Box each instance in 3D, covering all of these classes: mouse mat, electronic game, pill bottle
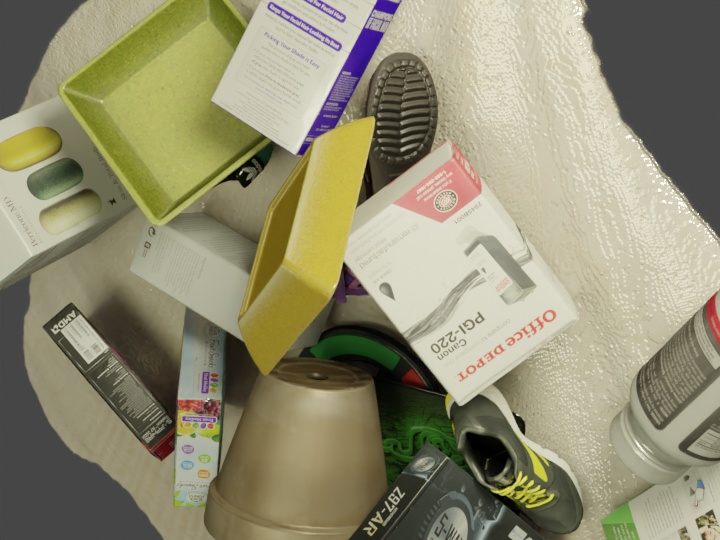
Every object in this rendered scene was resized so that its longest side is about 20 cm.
[{"bbox_3d":[0.076,0.197,1.561,0.200,0.008,0.161,12,119,20],"label":"mouse mat"},{"bbox_3d":[0.010,0.153,1.603,0.200,0.042,0.200,16,120,30],"label":"electronic game"},{"bbox_3d":[0.311,0.105,1.318,0.111,0.111,0.200,44,130,10],"label":"pill bottle"}]

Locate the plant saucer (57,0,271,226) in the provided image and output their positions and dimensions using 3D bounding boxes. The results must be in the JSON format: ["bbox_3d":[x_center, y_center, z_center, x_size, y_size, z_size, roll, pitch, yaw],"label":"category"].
[{"bbox_3d":[-0.176,-0.168,1.507,0.200,0.048,0.200,-38,70,0],"label":"plant saucer"}]

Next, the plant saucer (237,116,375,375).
[{"bbox_3d":[-0.059,-0.028,1.390,0.048,0.200,0.200,20,148,-12],"label":"plant saucer"}]

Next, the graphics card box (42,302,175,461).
[{"bbox_3d":[-0.292,0.135,1.766,0.200,0.051,0.125,46,170,8],"label":"graphics card box"}]

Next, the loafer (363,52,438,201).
[{"bbox_3d":[0.028,-0.114,1.438,0.071,0.073,0.201,-143,54,-66],"label":"loafer"}]

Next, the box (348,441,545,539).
[{"bbox_3d":[0.087,0.292,1.489,0.200,0.160,0.044,43,173,-32],"label":"box"}]

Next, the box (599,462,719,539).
[{"bbox_3d":[0.321,0.260,1.390,0.200,0.036,0.145,-42,50,40],"label":"box"}]

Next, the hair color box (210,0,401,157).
[{"bbox_3d":[-0.046,-0.221,1.404,0.109,0.065,0.200,34,106,18],"label":"hair color box"}]

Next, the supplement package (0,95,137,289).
[{"bbox_3d":[-0.377,-0.085,1.660,0.151,0.200,0.152,-30,93,41],"label":"supplement package"}]

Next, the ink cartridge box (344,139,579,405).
[{"bbox_3d":[0.089,0.004,1.386,0.146,0.085,0.200,-37,104,10],"label":"ink cartridge box"}]

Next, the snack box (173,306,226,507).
[{"bbox_3d":[-0.177,0.146,1.639,0.053,0.200,0.143,2,119,-4],"label":"snack box"}]

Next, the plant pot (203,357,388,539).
[{"bbox_3d":[-0.055,0.188,1.525,0.200,0.200,0.174,13,104,30],"label":"plant pot"}]

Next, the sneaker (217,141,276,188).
[{"bbox_3d":[-0.184,-0.132,1.565,0.200,0.080,0.071,8,150,32],"label":"sneaker"}]

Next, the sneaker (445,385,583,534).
[{"bbox_3d":[0.149,0.203,1.471,0.074,0.085,0.200,-36,107,23],"label":"sneaker"}]

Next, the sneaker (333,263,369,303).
[{"bbox_3d":[0.000,0.000,1.506,0.200,0.088,0.081,12,117,30],"label":"sneaker"}]

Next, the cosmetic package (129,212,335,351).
[{"bbox_3d":[-0.137,0.011,1.585,0.200,0.101,0.071,29,107,26],"label":"cosmetic package"}]
